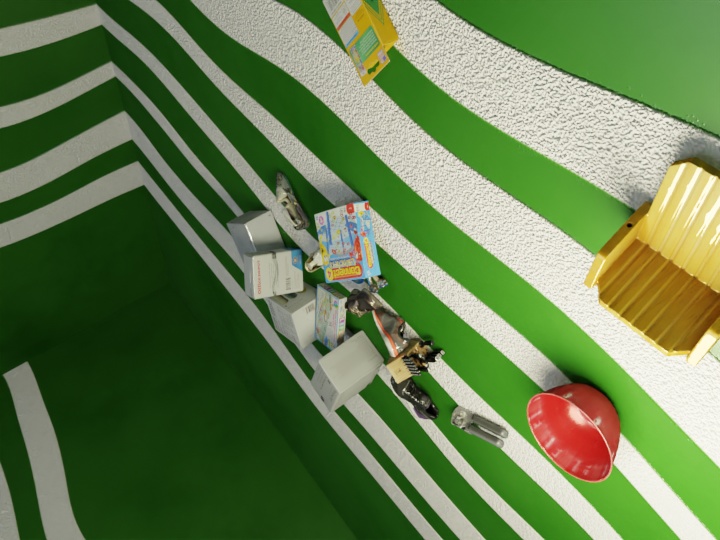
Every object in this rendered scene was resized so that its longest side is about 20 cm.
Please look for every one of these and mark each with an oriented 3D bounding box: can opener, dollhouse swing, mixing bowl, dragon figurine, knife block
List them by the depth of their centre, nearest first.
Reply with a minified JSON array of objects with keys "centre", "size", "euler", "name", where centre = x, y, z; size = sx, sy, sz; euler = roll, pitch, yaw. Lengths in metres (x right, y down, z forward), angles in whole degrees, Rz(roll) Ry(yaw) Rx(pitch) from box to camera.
[{"centre":[0.454,-0.016,0.846],"size":[0.200,0.181,0.177],"euler":[43,169,30],"name":"dollhouse swing"},{"centre":[0.448,0.307,1.213],"size":[0.199,0.107,0.204],"euler":[41,148,32],"name":"mixing bowl"},{"centre":[0.325,0.428,1.624],"size":[0.066,0.054,0.198],"euler":[37,167,-34],"name":"can opener"},{"centre":[0.162,0.236,1.701],"size":[0.173,0.200,0.065],"euler":[-33,98,18],"name":"knife block"},{"centre":[0.000,0.000,1.747],"size":[0.198,0.058,0.102],"euler":[24,135,48],"name":"dragon figurine"}]

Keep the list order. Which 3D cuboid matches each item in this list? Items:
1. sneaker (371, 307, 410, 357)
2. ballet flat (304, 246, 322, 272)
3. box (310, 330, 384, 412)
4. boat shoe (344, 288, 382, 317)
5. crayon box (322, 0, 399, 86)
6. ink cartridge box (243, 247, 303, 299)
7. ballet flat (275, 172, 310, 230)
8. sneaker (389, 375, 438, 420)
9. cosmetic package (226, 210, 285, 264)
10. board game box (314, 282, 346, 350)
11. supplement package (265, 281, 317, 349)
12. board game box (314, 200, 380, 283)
[{"centre":[0.092,0.164,1.746],"size":[0.078,0.080,0.202],"euler":[65,179,-46],"name":"sneaker"},{"centre":[-0.132,-0.037,1.935],"size":[0.071,0.068,0.199],"euler":[59,153,0],"name":"ballet flat"},{"centre":[-0.047,0.339,2.000],"size":[0.132,0.197,0.201],"euler":[50,151,17],"name":"box"},{"centre":[0.005,0.103,1.744],"size":[0.074,0.074,0.199],"euler":[41,168,-10],"name":"boat shoe"},{"centre":[0.006,-0.512,1.255],"size":[0.205,0.051,0.125],"euler":[64,153,-4],"name":"crayon box"},{"centre":[-0.304,0.006,2.085],"size":[0.083,0.195,0.151],"euler":[13,108,52],"name":"ink cartridge box"},{"centre":[-0.235,-0.219,1.935],"size":[0.204,0.071,0.072],"euler":[61,153,0],"name":"ballet flat"},{"centre":[0.169,0.370,1.780],"size":[0.086,0.077,0.201],"euler":[1,139,51],"name":"sneaker"},{"centre":[-0.384,-0.109,2.241],"size":[0.198,0.121,0.205],"euler":[6,122,56],"name":"cosmetic package"},{"centre":[-0.104,0.163,2.047],"size":[0.133,0.033,0.207],"euler":[30,123,45],"name":"board game box"},{"centre":[-0.223,0.151,2.176],"size":[0.198,0.150,0.155],"euler":[24,137,49],"name":"supplement package"},{"centre":[-0.039,-0.075,1.662],"size":[0.197,0.055,0.203],"euler":[-8,92,53],"name":"board game box"}]
